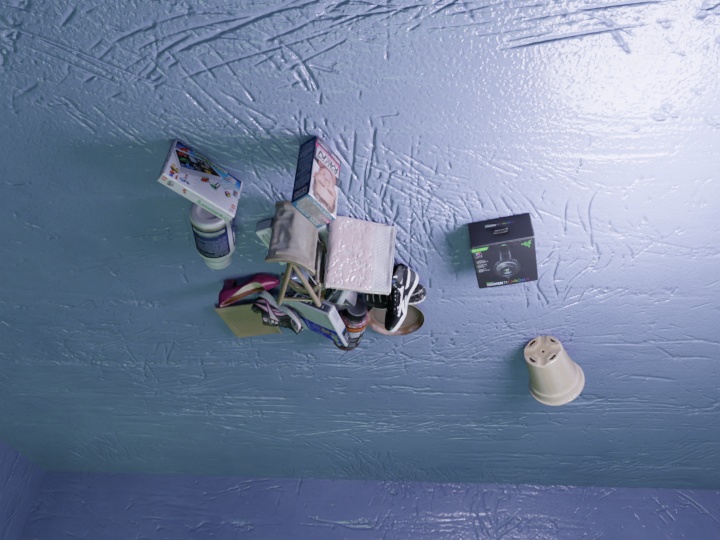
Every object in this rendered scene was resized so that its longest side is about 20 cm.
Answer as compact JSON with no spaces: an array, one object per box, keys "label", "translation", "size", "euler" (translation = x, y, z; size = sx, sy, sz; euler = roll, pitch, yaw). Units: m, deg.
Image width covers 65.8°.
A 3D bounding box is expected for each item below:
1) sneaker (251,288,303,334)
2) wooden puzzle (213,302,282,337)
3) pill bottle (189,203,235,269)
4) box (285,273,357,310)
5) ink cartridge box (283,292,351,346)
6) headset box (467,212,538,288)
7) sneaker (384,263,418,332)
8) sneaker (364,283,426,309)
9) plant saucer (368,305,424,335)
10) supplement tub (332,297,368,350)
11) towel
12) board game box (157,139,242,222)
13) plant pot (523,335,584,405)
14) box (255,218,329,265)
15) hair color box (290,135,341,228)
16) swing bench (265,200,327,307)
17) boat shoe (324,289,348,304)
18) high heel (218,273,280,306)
[{"label":"sneaker","translation":[-0.270,0.152,1.788],"size":[0.199,0.087,0.081],"euler":[34,163,27]},{"label":"wooden puzzle","translation":[-0.387,0.169,1.939],"size":[0.197,0.038,0.186],"euler":[-4,141,16]},{"label":"pill bottle","translation":[-0.406,-0.097,1.545],"size":[0.109,0.112,0.201],"euler":[5,141,-2]},{"label":"box","translation":[-0.134,0.076,1.766],"size":[0.198,0.049,0.158],"euler":[-17,137,37]},{"label":"ink cartridge box","translation":[-0.142,0.148,1.773],"size":[0.198,0.044,0.199],"euler":[18,152,28]},{"label":"headset box","translation":[0.398,-0.056,1.551],"size":[0.171,0.094,0.201],"euler":[-9,139,14]},{"label":"sneaker","translation":[0.092,0.074,1.666],"size":[0.111,0.202,0.073],"euler":[33,162,-34]},{"label":"sneaker","translation":[0.111,0.088,1.763],"size":[0.196,0.075,0.079],"euler":[-4,166,6]},{"label":"plant saucer","translation":[0.118,0.154,1.880],"size":[0.196,0.032,0.202],"euler":[2,142,2]},{"label":"supplement tub","translation":[-0.031,0.175,1.859],"size":[0.105,0.108,0.201],"euler":[9,140,-7]},{"label":"towel","translation":[0.000,-0.041,1.521],"size":[0.188,0.204,0.032],"euler":[8,165,-7]},{"label":"board game box","translation":[-0.392,-0.221,1.379],"size":[0.199,0.128,0.034],"euler":[32,133,-30]},{"label":"plant pot","translation":[0.666,0.337,1.959],"size":[0.198,0.202,0.185],"euler":[-17,126,23]},{"label":"box","translation":[-0.175,-0.096,1.586],"size":[0.197,0.042,0.156],"euler":[-13,139,20]},{"label":"hair color box","translation":[-0.101,-0.210,1.311],"size":[0.060,0.202,0.100],"euler":[-23,135,30]},{"label":"swing bench","translation":[-0.163,-0.043,1.461],"size":[0.127,0.201,0.201],"euler":[1,141,2]},{"label":"boat shoe","translation":[-0.064,0.028,1.606],"size":[0.067,0.073,0.201],"euler":[9,144,-12]},{"label":"high heel","translation":[-0.352,0.067,1.755],"size":[0.196,0.097,0.068],"euler":[-2,141,7]}]
